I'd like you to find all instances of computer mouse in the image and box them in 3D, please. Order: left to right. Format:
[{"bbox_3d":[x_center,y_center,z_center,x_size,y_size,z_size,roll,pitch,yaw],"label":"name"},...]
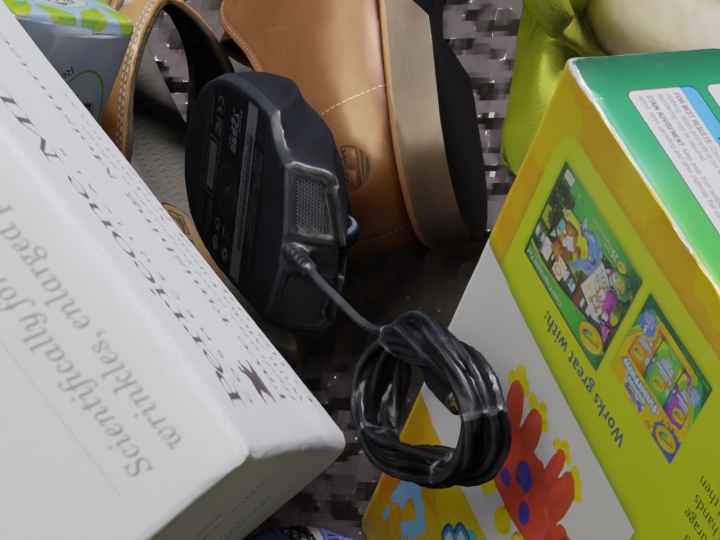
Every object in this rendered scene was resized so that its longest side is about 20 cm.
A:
[{"bbox_3d":[0.000,0.000,0.760,0.200,0.034,0.059,-129,43,-56],"label":"computer mouse"}]

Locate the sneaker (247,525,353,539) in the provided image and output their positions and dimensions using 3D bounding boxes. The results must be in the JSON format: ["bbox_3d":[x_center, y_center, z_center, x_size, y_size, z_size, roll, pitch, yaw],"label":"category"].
[{"bbox_3d":[-0.019,0.155,0.751,0.075,0.078,0.201,-13,59,20],"label":"sneaker"}]

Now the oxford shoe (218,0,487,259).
[{"bbox_3d":[-0.010,-0.096,0.881,0.071,0.071,0.201,-12,61,15],"label":"oxford shoe"}]

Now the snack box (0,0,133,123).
[{"bbox_3d":[-0.158,-0.012,0.873,0.142,0.053,0.201,34,111,35],"label":"snack box"}]

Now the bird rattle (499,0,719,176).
[{"bbox_3d":[0.109,-0.102,0.783,0.163,0.113,0.200,28,63,36],"label":"bird rattle"}]

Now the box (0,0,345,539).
[{"bbox_3d":[-0.145,0.029,0.728,0.200,0.131,0.199,-39,83,7],"label":"box"}]

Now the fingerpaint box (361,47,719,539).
[{"bbox_3d":[0.092,0.076,0.686,0.073,0.167,0.200,-6,48,-29],"label":"fingerpaint box"}]

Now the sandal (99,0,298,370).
[{"bbox_3d":[-0.065,-0.049,0.875,0.055,0.082,0.200,-44,55,23],"label":"sandal"}]
